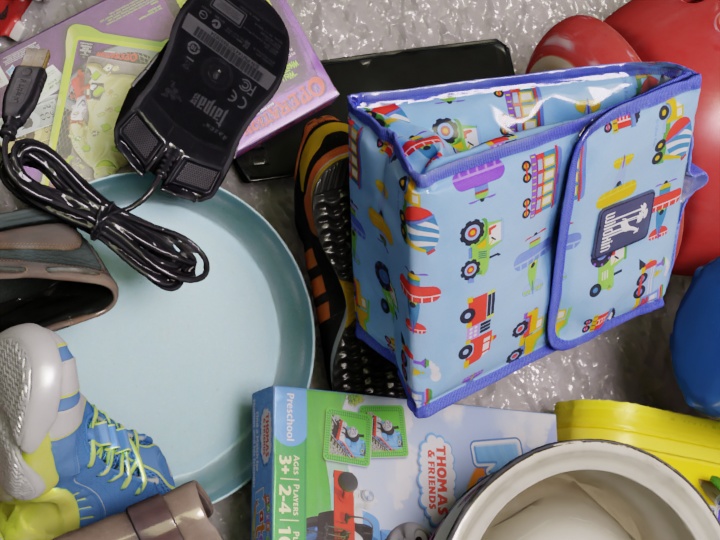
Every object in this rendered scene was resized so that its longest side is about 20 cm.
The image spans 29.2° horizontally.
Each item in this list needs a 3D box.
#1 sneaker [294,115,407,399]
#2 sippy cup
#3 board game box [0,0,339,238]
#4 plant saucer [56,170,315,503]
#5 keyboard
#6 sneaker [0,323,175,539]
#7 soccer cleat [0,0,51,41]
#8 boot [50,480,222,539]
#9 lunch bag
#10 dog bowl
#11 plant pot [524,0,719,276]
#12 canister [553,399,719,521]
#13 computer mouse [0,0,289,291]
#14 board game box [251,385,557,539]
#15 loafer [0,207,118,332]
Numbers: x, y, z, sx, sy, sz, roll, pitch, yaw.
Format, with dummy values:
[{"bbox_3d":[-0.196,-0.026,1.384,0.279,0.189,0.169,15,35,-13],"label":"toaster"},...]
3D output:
[{"bbox_3d":[0.000,0.000,0.840,0.069,0.090,0.202,-14,126,-9],"label":"sneaker"},{"bbox_3d":[0.263,0.048,0.828,0.129,0.140,0.180,12,69,-19],"label":"sippy cup"},{"bbox_3d":[-0.126,-0.110,0.841,0.198,0.032,0.121,-30,87,-15],"label":"board game box"},{"bbox_3d":[-0.125,0.043,0.811,0.197,0.027,0.203,0,91,-18],"label":"plant saucer"},{"bbox_3d":[0.010,-0.087,0.898,0.197,0.040,0.106,-8,74,-9],"label":"keyboard"},{"bbox_3d":[-0.145,0.090,0.717,0.104,0.201,0.076,-10,58,-27],"label":"sneaker"},{"bbox_3d":[-0.208,-0.208,0.825,0.085,0.069,0.201,35,67,-2],"label":"soccer cleat"},{"bbox_3d":[-0.139,0.151,0.681,0.145,0.200,0.071,-31,54,1],"label":"boot"},{"bbox_3d":[0.100,-0.030,0.754,0.198,0.094,0.152,-15,127,-19],"label":"lunch bag"},{"bbox_3d":[0.115,0.197,0.777,0.197,0.074,0.203,3,81,-21],"label":"dog bowl"},{"bbox_3d":[0.213,-0.087,0.896,0.180,0.200,0.203,-18,87,-15],"label":"plant pot"},{"bbox_3d":[0.186,0.196,0.889,0.147,0.086,0.203,12,77,-19],"label":"canister"},{"bbox_3d":[-0.126,-0.094,0.783,0.139,0.046,0.202,29,60,-19],"label":"computer mouse"},{"bbox_3d":[0.031,0.154,0.818,0.198,0.036,0.154,8,71,-28],"label":"board game box"},{"bbox_3d":[-0.205,0.019,0.688,0.063,0.072,0.199,36,36,23],"label":"loafer"}]
